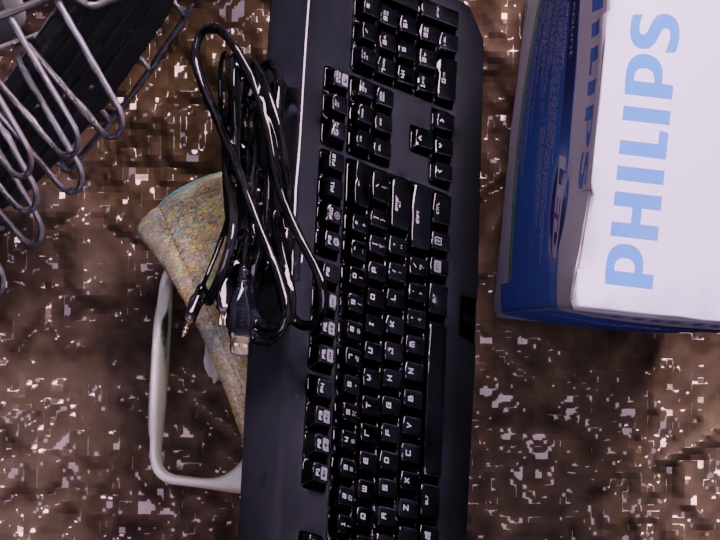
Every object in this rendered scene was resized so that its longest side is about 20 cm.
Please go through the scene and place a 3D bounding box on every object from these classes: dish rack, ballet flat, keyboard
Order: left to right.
[{"bbox_3d":[-0.127,-0.013,0.764,0.199,0.153,0.055,-27,78,-42],"label":"dish rack"},{"bbox_3d":[-0.026,0.069,0.841,0.070,0.071,0.201,-11,84,-3],"label":"ballet flat"},{"bbox_3d":[0.000,0.000,0.810,0.104,0.040,0.201,15,66,-32],"label":"keyboard"}]

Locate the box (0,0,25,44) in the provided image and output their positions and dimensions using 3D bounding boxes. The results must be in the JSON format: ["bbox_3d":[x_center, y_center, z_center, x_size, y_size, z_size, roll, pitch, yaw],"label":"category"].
[{"bbox_3d":[-0.215,-0.105,0.720,0.198,0.200,0.172,-29,84,-5],"label":"box"}]

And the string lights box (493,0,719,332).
[{"bbox_3d":[0.077,-0.036,0.781,0.059,0.200,0.104,6,89,-3],"label":"string lights box"}]
